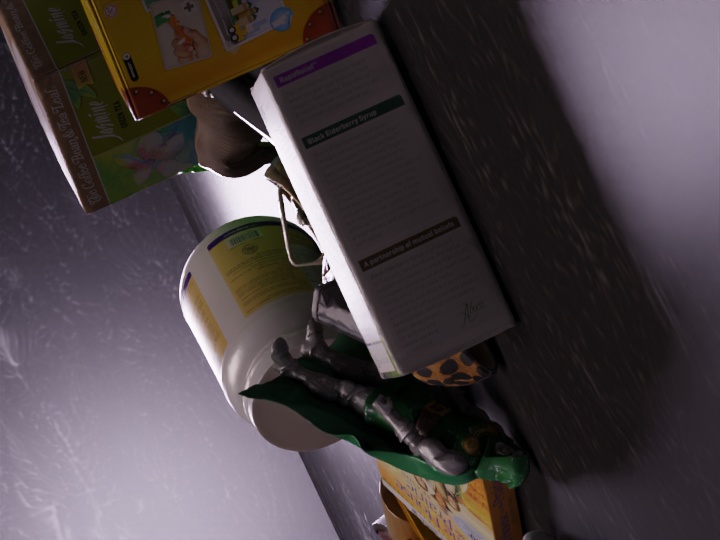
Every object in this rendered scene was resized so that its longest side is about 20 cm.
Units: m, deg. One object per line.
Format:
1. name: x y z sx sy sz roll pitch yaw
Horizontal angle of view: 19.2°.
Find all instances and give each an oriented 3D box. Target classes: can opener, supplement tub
1. can opener: -0.090 -0.143 1.540 0.200 0.053 0.066 41 178 41
2. supplement tub: -0.073 0.057 1.942 0.200 0.145 0.146 -123 11 -50

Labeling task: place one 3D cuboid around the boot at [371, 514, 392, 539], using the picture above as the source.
1. boot: 0.095 0.292 1.920 0.200 0.068 0.188 57 164 8

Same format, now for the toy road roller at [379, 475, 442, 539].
1. toy road roller: 0.046 0.260 1.737 0.123 0.145 0.200 80 164 -61

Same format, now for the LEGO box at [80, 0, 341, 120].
1. LEGO box: -0.116 -0.219 1.341 0.077 0.148 0.201 -125 14 -57

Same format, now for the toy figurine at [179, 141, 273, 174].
1. toy figurine: -0.153 -0.187 1.956 0.200 0.149 0.185 -11 -90 -73

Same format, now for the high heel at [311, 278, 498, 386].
1. high heel: 0.036 -0.026 1.348 0.142 0.071 0.201 24 128 31

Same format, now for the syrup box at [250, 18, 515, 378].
1. syrup box: 0.011 -0.041 1.270 0.079 0.081 0.201 151 95 -81

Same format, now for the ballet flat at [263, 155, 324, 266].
1. ballet flat: -0.018 -0.004 1.664 0.071 0.070 0.201 145 100 -83

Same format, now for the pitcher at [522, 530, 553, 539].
1. pitcher: 0.114 0.232 1.351 0.200 0.121 0.172 56 -159 -63

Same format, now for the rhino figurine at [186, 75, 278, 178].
1. rhino figurine: -0.098 -0.143 1.696 0.060 0.087 0.200 59 166 29

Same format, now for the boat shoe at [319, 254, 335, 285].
1. boat shoe: 0.000 0.000 1.521 0.071 0.070 0.200 60 172 11

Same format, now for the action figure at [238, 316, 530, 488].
1. action figure: 0.031 0.094 1.438 0.199 0.118 0.055 26 128 26

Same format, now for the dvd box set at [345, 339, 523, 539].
1. dvd box set: 0.059 0.144 1.573 0.146 0.029 0.200 41 160 30

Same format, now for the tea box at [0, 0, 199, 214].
1. tea box: -0.184 -0.183 1.756 0.200 0.196 0.134 77 167 -59
